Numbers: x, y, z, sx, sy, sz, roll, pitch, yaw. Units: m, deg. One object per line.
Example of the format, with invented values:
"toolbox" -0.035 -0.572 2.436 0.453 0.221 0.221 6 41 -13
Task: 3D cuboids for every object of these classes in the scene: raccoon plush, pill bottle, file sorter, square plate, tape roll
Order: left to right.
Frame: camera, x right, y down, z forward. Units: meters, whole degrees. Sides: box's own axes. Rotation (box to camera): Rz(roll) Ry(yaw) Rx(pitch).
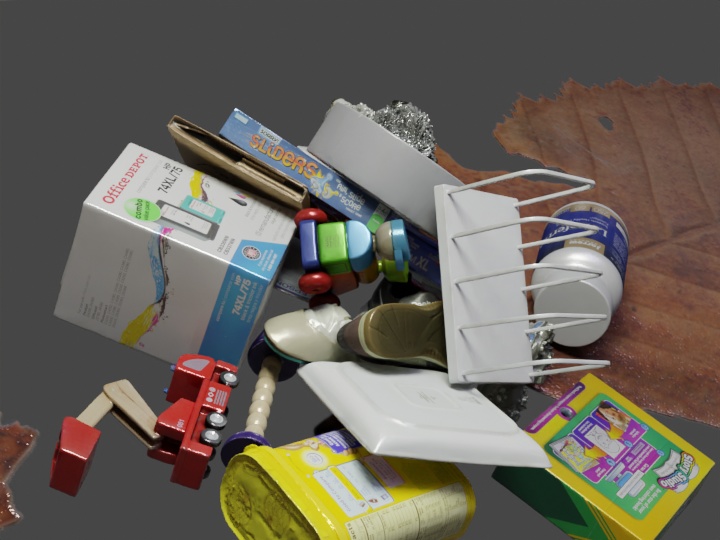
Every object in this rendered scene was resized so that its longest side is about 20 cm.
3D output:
"raccoon plush" 0.038 -0.137 1.598 0.200 0.097 0.134 39 29 25
"tape roll" 0.038 -0.104 1.474 0.199 0.066 0.200 34 3 -2
"square plate" 0.060 0.133 1.290 0.196 0.029 0.200 8 15 -26
"file sorter" 0.170 0.009 1.359 0.138 0.124 0.202 6 77 -49
"pill bottle" 0.276 0.005 1.679 0.115 0.116 0.200 23 32 1

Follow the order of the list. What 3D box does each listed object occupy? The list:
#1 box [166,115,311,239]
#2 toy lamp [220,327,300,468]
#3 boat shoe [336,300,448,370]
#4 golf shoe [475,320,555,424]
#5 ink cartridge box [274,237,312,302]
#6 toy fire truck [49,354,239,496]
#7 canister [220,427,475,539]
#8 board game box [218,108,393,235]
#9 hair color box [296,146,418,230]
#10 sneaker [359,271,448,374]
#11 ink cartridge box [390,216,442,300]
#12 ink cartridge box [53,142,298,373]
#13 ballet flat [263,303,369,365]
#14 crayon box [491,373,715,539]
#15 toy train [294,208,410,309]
"box" -0.126 -0.096 1.462 0.163 0.021 0.200 29 -9 6
"toy lamp" -0.096 0.122 1.331 0.058 0.059 0.201 20 35 -5
"boat shoe" 0.057 0.067 1.381 0.066 0.073 0.200 -4 -7 42
"golf shoe" 0.149 0.114 1.501 0.096 0.079 0.200 12 24 21
"ink cartridge box" -0.132 -0.036 1.546 0.198 0.041 0.200 24 30 -2
"toy fire truck" -0.197 0.140 1.244 0.140 0.049 0.201 19 32 -5
"canister" -0.007 0.212 1.225 0.199 0.087 0.148 -10 43 -43
"board game box" -0.066 -0.095 1.458 0.199 0.035 0.135 33 -10 -4
"hair color box" -0.001 -0.099 1.667 0.100 0.061 0.199 39 21 28
"sneaker" 0.064 0.073 1.468 0.066 0.091 0.200 -1 39 -31
"ink cartridge box" 0.088 0.001 1.536 0.119 0.042 0.200 32 -7 14
"ink cartridge box" -0.187 -0.007 1.373 0.198 0.147 0.147 22 32 -2
"ballet flat" -0.023 0.066 1.384 0.069 0.070 0.199 46 15 32
"crayon box" 0.262 0.213 1.418 0.172 0.059 0.200 37 35 19
"toy train" 0.000 0.000 1.410 0.115 0.200 0.085 -6 70 5
